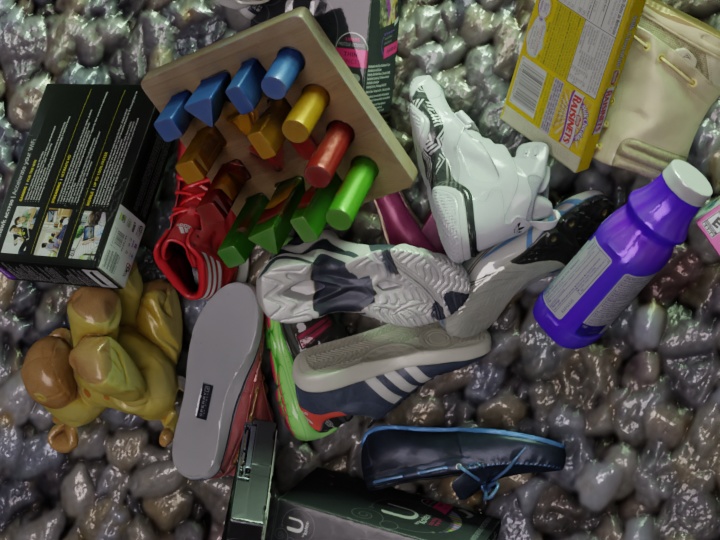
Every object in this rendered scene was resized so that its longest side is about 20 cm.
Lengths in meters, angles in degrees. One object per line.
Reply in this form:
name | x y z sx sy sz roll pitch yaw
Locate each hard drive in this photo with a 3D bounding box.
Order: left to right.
hard drive | -0.116 0.262 1.743 0.038 0.140 0.201 9 128 -4

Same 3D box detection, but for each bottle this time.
bottle | 0.242 -0.015 1.643 0.065 0.083 0.200 49 122 19

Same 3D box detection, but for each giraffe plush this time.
giraffe plush | -0.269 0.096 1.812 0.161 0.173 0.200 -14 128 28

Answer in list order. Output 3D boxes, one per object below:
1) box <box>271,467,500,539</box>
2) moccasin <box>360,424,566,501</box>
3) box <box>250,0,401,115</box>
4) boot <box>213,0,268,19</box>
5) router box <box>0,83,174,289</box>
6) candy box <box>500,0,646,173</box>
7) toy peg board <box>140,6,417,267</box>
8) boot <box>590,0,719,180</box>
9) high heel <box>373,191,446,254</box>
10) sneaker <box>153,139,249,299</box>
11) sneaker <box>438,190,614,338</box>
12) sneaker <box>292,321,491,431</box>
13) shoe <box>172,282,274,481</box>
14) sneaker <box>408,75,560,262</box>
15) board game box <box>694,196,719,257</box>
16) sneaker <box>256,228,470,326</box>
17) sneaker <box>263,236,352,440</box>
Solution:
box | 0.021 0.278 1.741 0.198 0.122 0.107 14 102 14
moccasin | 0.100 0.190 1.732 0.198 0.080 0.069 0 73 16
box | -0.031 -0.250 1.697 0.121 0.106 0.202 7 99 16
boot | -0.077 -0.270 1.623 0.199 0.073 0.096 29 111 22
router box | -0.270 -0.086 1.756 0.148 0.051 0.201 5 67 30
candy box | 0.192 -0.199 1.609 0.102 0.026 0.201 39 129 31
toy peg board | -0.088 -0.108 1.646 0.199 0.098 0.200 -17 121 34
boot | 0.232 -0.179 1.649 0.199 0.073 0.156 26 106 9
high heel | 0.004 -0.066 1.733 0.199 0.067 0.096 36 96 -6
sneaker | -0.155 -0.068 1.755 0.078 0.115 0.202 -7 96 17
sneaker | 0.150 -0.017 1.701 0.199 0.072 0.073 -37 47 9
sneaker | 0.031 0.103 1.730 0.198 0.075 0.085 -11 122 -12
shoe | -0.125 0.111 1.789 0.071 0.091 0.202 16 93 28
sneaker | 0.114 -0.104 1.675 0.114 0.075 0.201 -13 58 -2
board game box | 0.425 -0.047 1.613 0.200 0.064 0.148 -37 87 17
sneaker | 0.000 0.000 1.698 0.197 0.130 0.080 -8 110 -1
sneaker | -0.050 0.065 1.776 0.083 0.077 0.202 -10 92 -12
